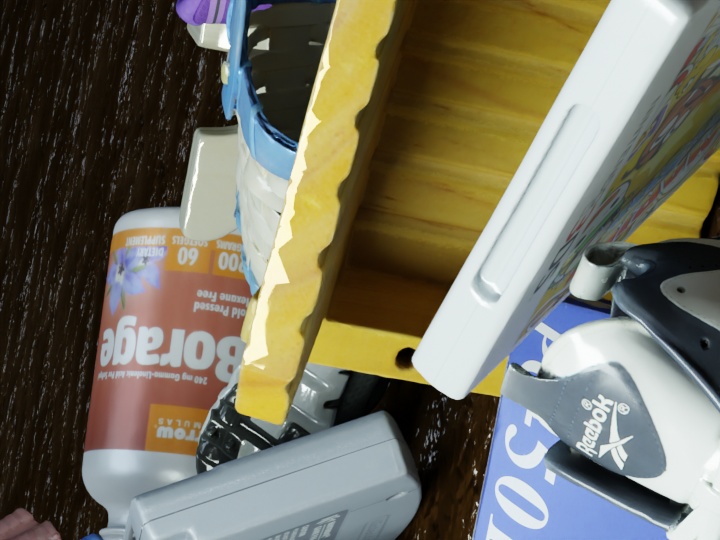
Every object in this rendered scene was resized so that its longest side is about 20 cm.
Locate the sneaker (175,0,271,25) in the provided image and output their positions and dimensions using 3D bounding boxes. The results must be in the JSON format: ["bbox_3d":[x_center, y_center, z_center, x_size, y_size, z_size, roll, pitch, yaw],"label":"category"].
[{"bbox_3d":[-0.079,-0.186,1.238,0.081,0.083,0.200,-95,-12,-59],"label":"sneaker"}]

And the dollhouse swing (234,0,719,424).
[{"bbox_3d":[0.055,-0.043,0.915,0.176,0.182,0.200,-111,35,-66],"label":"dollhouse swing"}]

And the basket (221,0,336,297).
[{"bbox_3d":[0.035,-0.073,1.068,0.139,0.176,0.200,-105,19,-54],"label":"basket"}]

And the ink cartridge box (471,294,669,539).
[{"bbox_3d":[0.079,0.113,0.914,0.094,0.044,0.200,14,96,35],"label":"ink cartridge box"}]

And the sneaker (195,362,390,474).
[{"bbox_3d":[-0.006,0.021,1.362,0.200,0.066,0.090,-58,-8,23],"label":"sneaker"}]

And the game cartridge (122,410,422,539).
[{"bbox_3d":[-0.041,0.116,1.303,0.200,0.133,0.041,113,141,-70],"label":"game cartridge"}]

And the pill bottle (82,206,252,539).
[{"bbox_3d":[-0.091,0.073,1.589,0.112,0.112,0.200,149,128,-72],"label":"pill bottle"}]

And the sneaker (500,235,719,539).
[{"bbox_3d":[0.102,0.061,0.777,0.080,0.129,0.199,112,162,-48],"label":"sneaker"}]

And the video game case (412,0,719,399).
[{"bbox_3d":[0.105,-0.069,0.833,0.200,0.023,0.182,-42,-12,-37],"label":"video game case"}]

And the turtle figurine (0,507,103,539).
[{"bbox_3d":[-0.197,0.218,1.341,0.200,0.144,0.194,-41,-9,31],"label":"turtle figurine"}]

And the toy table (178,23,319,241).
[{"bbox_3d":[-0.014,-0.101,1.387,0.184,0.117,0.200,-161,80,-76],"label":"toy table"}]
